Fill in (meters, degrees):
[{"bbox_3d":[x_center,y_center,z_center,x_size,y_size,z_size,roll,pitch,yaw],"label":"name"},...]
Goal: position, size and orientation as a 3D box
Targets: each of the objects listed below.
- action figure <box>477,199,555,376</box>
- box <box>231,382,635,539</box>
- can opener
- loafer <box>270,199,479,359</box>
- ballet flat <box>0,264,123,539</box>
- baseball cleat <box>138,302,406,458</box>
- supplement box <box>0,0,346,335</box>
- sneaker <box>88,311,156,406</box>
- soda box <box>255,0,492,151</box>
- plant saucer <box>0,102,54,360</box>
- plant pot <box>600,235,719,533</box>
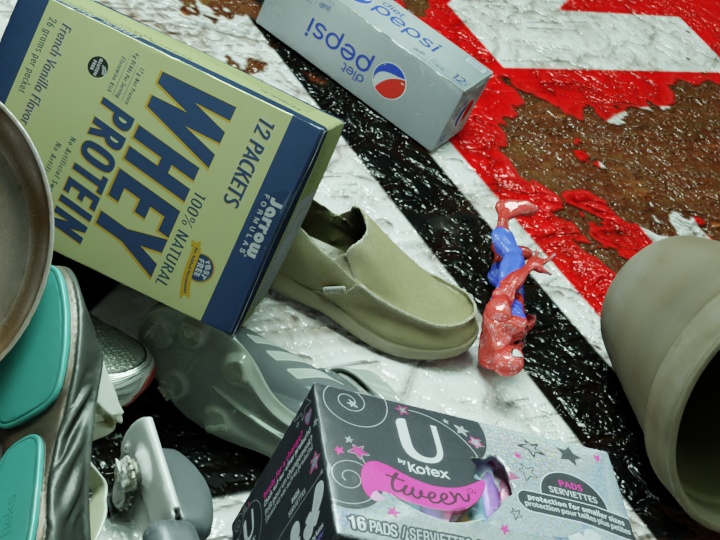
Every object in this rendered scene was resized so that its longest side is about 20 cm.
[{"bbox_3d":[0.114,0.018,1.312,0.051,0.066,0.201,11,33,4],"label":"action figure"},{"bbox_3d":[0.043,0.162,0.999,0.198,0.133,0.115,14,37,-23],"label":"box"},{"bbox_3d":[-0.097,0.163,0.965,0.066,0.053,0.201,10,38,-28],"label":"can opener"},{"bbox_3d":[0.000,0.000,1.245,0.198,0.068,0.076,22,34,-12],"label":"loafer"},{"bbox_3d":[-0.169,0.095,0.972,0.068,0.068,0.202,37,44,-42],"label":"ballet flat"},{"bbox_3d":[-0.049,0.079,1.117,0.199,0.070,0.107,38,25,-3],"label":"baseball cleat"},{"bbox_3d":[-0.128,-0.073,1.109,0.198,0.135,0.200,25,7,-1],"label":"supplement box"},{"bbox_3d":[-0.212,0.022,1.040,0.199,0.083,0.078,25,33,-7],"label":"sneaker"},{"bbox_3d":[0.011,-0.192,1.512,0.199,0.069,0.063,37,35,12],"label":"soda box"},{"bbox_3d":[-0.267,-0.018,0.991,0.199,0.201,0.032,35,-5,9],"label":"plant saucer"},{"bbox_3d":[0.267,0.061,1.279,0.198,0.202,0.174,9,22,-28],"label":"plant pot"}]
